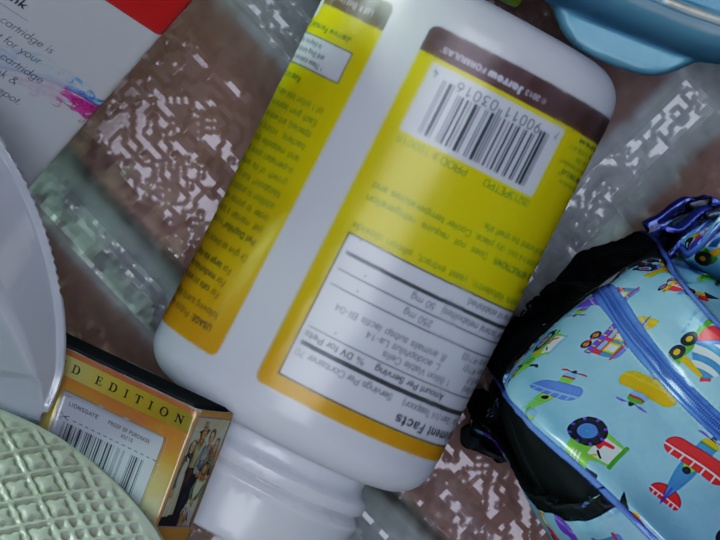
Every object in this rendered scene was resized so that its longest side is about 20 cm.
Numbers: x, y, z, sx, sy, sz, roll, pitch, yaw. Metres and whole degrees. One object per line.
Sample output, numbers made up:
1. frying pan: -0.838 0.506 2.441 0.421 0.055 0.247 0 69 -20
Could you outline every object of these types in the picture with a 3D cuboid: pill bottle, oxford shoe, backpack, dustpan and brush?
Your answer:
1. pill bottle: 0.000 0.000 1.015 0.109 0.109 0.201 27 92 -2
2. oxford shoe: -0.153 0.075 0.945 0.199 0.075 0.058 20 125 9
3. backpack: 0.131 0.069 0.974 0.134 0.200 0.183 -43 91 1
4. dustpan and brush: -0.164 -0.052 0.935 0.139 0.057 0.201 12 136 23

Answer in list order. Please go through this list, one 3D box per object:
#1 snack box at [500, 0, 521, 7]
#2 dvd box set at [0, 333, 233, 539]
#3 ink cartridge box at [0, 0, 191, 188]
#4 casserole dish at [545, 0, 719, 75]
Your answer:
1. snack box: 0.051 -0.204 0.990 0.053 0.142 0.201 27 93 26
2. dvd box set: -0.140 0.112 0.992 0.146 0.029 0.201 22 94 25
3. ink cartridge box: -0.125 -0.103 0.958 0.116 0.067 0.200 33 128 -16
4. casserole dish: 0.123 -0.159 0.969 0.121 0.039 0.201 20 98 -9
